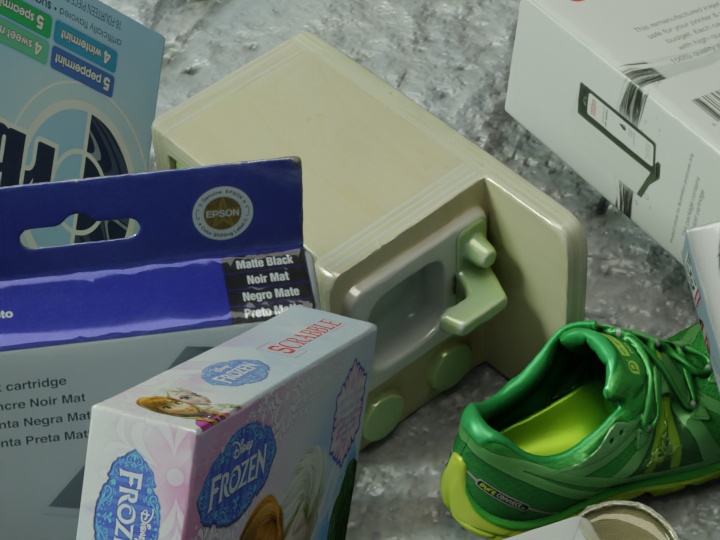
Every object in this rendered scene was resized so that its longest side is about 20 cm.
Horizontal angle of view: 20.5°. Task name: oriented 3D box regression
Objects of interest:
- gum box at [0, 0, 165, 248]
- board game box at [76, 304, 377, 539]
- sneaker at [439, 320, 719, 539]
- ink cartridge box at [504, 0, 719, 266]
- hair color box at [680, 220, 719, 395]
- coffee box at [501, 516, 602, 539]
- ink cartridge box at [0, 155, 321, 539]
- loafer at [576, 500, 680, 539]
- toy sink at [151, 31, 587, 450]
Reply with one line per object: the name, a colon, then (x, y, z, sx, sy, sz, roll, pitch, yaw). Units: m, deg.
gum box: (-0.172, -0.045, 0.949, 0.044, 0.170, 0.201, -4, 74, 33)
board game box: (-0.054, 0.128, 0.749, 0.041, 0.200, 0.200, 12, 13, 15)
sneaker: (0.130, 0.062, 0.935, 0.199, 0.084, 0.074, -24, 49, -21)
ink cartridge box: (0.194, -0.085, 1.063, 0.146, 0.085, 0.200, -19, 46, -28)
hair color box: (0.212, 0.069, 0.858, 0.099, 0.061, 0.201, -15, 80, 5)
coffee box: (0.049, 0.186, 0.592, 0.079, 0.201, 0.113, -15, 45, -15)
ink cartridge box: (-0.115, 0.054, 0.867, 0.199, 0.201, 0.041, -7, 36, -10)
loafer: (0.108, 0.172, 0.840, 0.075, 0.068, 0.200, 5, 46, 9)
toy sink: (0.000, 0.000, 0.974, 0.112, 0.131, 0.200, -34, 53, -26)
